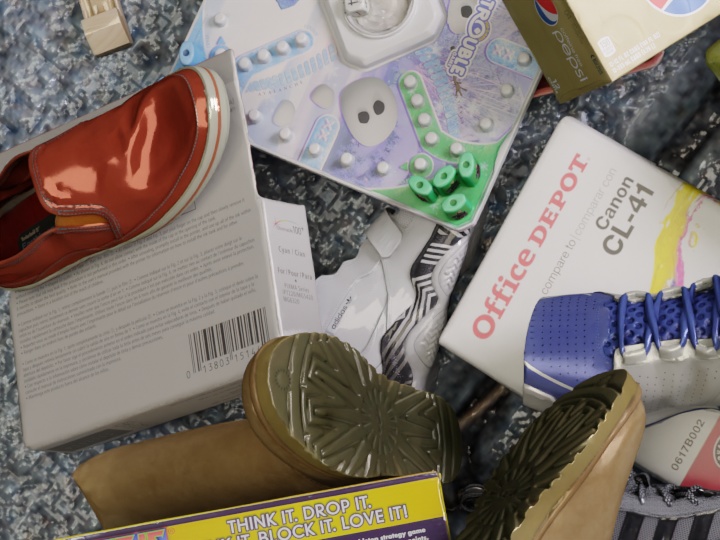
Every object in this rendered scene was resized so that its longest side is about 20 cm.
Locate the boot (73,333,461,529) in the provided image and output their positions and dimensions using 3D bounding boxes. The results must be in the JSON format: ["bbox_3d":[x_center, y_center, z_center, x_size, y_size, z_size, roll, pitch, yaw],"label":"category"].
[{"bbox_3d":[-0.071,0.098,1.166,0.199,0.175,0.067,-14,62,31],"label":"boot"}]

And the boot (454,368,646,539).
[{"bbox_3d":[0.133,0.174,1.063,0.200,0.066,0.175,44,73,-18],"label":"boot"}]

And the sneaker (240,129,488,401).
[{"bbox_3d":[0.000,0.000,1.244,0.114,0.075,0.201,17,93,8],"label":"sneaker"}]

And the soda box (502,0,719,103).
[{"bbox_3d":[0.177,-0.168,1.178,0.199,0.064,0.068,-32,95,-21],"label":"soda box"}]

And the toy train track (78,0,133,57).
[{"bbox_3d":[-0.178,-0.226,1.311,0.114,0.033,0.201,-19,85,9],"label":"toy train track"}]

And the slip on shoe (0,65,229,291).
[{"bbox_3d":[-0.149,-0.048,1.206,0.199,0.061,0.075,-29,66,30],"label":"slip on shoe"}]

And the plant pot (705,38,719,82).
[{"bbox_3d":[0.287,-0.105,1.145,0.183,0.200,0.201,-30,82,16],"label":"plant pot"}]

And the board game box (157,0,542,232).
[{"bbox_3d":[0.010,-0.149,1.221,0.199,0.026,0.201,23,84,18],"label":"board game box"}]

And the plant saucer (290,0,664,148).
[{"bbox_3d":[0.056,-0.182,1.253,0.198,0.037,0.202,-13,77,10],"label":"plant saucer"}]

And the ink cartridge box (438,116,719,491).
[{"bbox_3d":[0.163,0.028,1.207,0.199,0.086,0.148,30,94,9],"label":"ink cartridge box"}]

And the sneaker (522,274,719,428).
[{"bbox_3d":[0.182,0.025,1.094,0.198,0.116,0.081,7,52,4],"label":"sneaker"}]

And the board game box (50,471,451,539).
[{"bbox_3d":[-0.044,0.198,1.069,0.198,0.057,0.167,-9,69,-3],"label":"board game box"}]

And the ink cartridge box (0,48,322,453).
[{"bbox_3d":[-0.118,-0.006,1.242,0.199,0.045,0.178,-19,73,34],"label":"ink cartridge box"}]

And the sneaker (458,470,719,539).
[{"bbox_3d":[0.146,0.118,1.130,0.199,0.075,0.114,-25,87,16],"label":"sneaker"}]
